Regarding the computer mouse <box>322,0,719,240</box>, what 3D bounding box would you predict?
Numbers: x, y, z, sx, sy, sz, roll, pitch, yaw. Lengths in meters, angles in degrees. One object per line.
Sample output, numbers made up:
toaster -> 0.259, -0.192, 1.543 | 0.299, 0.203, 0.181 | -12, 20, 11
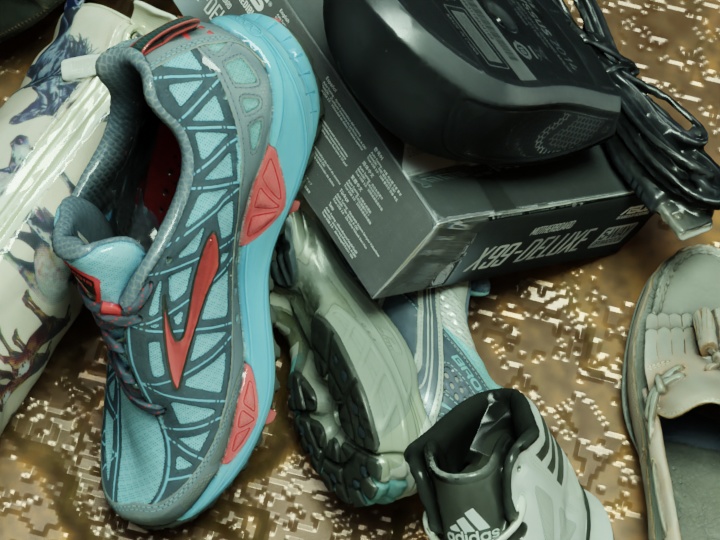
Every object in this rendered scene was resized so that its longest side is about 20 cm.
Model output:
computer mouse -> 0.049, -0.071, 0.900 | 0.053, 0.200, 0.139 | -44, 62, 24

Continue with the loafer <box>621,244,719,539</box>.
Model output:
loafer -> 0.140, 0.076, 0.930 | 0.071, 0.063, 0.201 | 3, 64, -1

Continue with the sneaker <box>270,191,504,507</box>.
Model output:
sneaker -> 0.000, 0.000, 0.966 | 0.086, 0.078, 0.201 | -7, 63, -29

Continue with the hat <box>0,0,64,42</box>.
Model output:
hat -> -0.153, -0.141, 1.004 | 0.200, 0.081, 0.201 | -22, 24, 11

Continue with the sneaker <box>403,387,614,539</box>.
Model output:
sneaker -> 0.037, 0.128, 0.847 | 0.075, 0.116, 0.201 | -9, 46, 21

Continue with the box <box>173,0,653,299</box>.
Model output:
box -> 0.016, -0.089, 0.969 | 0.157, 0.050, 0.200 | -9, 58, -47

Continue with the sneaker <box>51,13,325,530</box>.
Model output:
sneaker -> -0.082, 0.001, 0.896 | 0.079, 0.201, 0.095 | 21, 16, 41

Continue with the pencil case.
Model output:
pencil case -> -0.134, -0.015, 0.938 | 0.078, 0.090, 0.200 | 28, 70, 15
